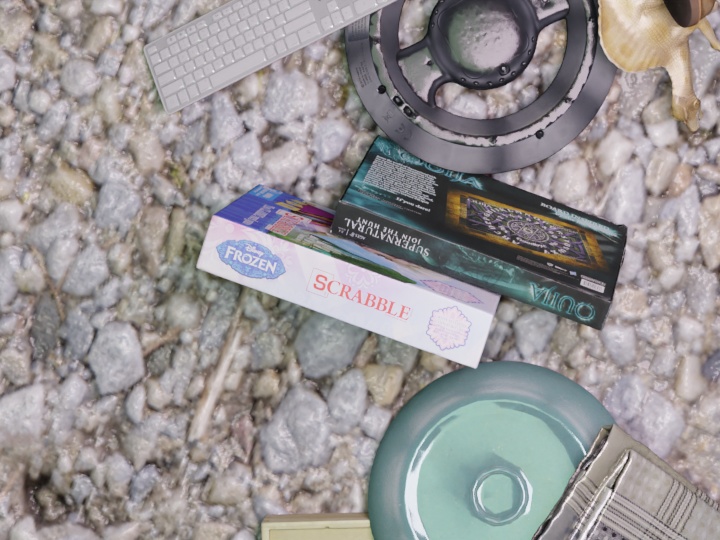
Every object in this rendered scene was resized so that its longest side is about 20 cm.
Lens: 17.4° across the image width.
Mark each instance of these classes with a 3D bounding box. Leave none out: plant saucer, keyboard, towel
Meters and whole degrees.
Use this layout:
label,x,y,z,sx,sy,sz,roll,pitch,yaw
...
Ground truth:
label,x,y,z,sx,sy,sz,roll,pitch,yaw
plant saucer,0.101,0.163,1.695,0.198,0.036,0.202,-1,81,8
keyboard,-0.065,-0.178,1.689,0.199,0.011,0.057,-25,71,18
towel,0.195,0.237,1.665,0.200,0.035,0.193,36,84,-22

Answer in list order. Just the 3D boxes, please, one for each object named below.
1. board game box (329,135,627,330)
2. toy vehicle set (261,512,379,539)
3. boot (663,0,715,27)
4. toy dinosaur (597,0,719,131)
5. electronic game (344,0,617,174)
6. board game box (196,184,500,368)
label,x,y,z,sx,sy,sz,roll,pitch,yaw
board game box,0.087,-0.028,1.652,0.199,0.135,0.028,21,116,4
toy vehicle set,-0.009,0.281,1.750,0.123,0.027,0.202,-1,96,6
boot,0.227,-0.254,1.607,0.075,0.074,0.201,-4,57,-6
toy dinosaur,0.195,-0.190,1.641,0.200,0.058,0.101,46,71,-11
electronic game,0.087,-0.169,1.682,0.198,0.042,0.202,0,90,1
board game box,0.000,0.000,1.631,0.198,0.200,0.041,20,100,3
